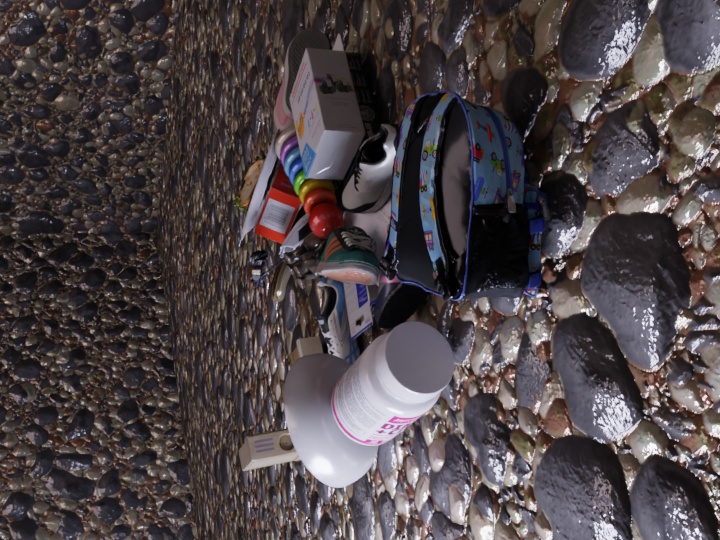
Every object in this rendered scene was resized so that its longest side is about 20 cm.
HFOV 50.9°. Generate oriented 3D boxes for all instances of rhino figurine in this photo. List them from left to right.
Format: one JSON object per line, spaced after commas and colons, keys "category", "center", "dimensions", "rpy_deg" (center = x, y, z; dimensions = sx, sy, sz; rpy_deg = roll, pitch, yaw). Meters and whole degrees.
{"category": "rhino figurine", "center": [-0.075, -0.014, 1.255], "dimensions": [0.060, 0.087, 0.200], "rpy_deg": [55, 171, 7]}

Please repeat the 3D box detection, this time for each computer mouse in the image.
{"category": "computer mouse", "center": [-0.109, -0.051, 1.269], "dimensions": [0.044, 0.199, 0.110], "rpy_deg": [49, 166, 15]}

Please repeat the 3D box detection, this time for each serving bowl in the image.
{"category": "serving bowl", "center": [-0.027, 0.214, 1.127], "dimensions": [0.065, 0.199, 0.203], "rpy_deg": [-23, 65, 26]}

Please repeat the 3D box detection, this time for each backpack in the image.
{"category": "backpack", "center": [0.107, -0.080, 0.786], "dimensions": [0.182, 0.133, 0.203], "rpy_deg": [-161, 71, -67]}

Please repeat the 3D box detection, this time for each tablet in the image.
{"category": "tablet", "center": [0.027, -0.052, 1.101], "dimensions": [0.200, 0.013, 0.132], "rpy_deg": [48, 127, 50]}

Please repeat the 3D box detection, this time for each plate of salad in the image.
{"category": "plate of salad", "center": [-0.181, -0.151, 1.303], "dimensions": [0.200, 0.047, 0.203], "rpy_deg": [-161, 90, -84]}

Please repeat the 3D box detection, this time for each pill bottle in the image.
{"category": "pill bottle", "center": [0.040, 0.150, 1.000], "dimensions": [0.200, 0.112, 0.115], "rpy_deg": [124, 138, -56]}

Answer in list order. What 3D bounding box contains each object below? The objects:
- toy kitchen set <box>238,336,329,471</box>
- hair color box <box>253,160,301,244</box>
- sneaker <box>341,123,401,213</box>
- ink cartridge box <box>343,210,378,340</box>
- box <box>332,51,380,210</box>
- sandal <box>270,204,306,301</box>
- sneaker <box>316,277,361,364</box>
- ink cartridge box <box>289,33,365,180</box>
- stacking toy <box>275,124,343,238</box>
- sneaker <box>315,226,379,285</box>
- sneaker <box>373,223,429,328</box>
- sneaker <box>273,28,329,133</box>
{"category": "toy kitchen set", "center": [-0.123, 0.218, 1.326], "dimensions": [0.163, 0.178, 0.202], "rpy_deg": [128, 132, -56]}
{"category": "hair color box", "center": [-0.125, -0.156, 1.346], "dimensions": [0.201, 0.063, 0.111], "rpy_deg": [-79, 13, -47]}
{"category": "sneaker", "center": [0.018, -0.144, 1.043], "dimensions": [0.200, 0.079, 0.075], "rpy_deg": [-43, 52, 50]}
{"category": "ink cartridge box", "center": [0.000, 0.000, 1.195], "dimensions": [0.095, 0.037, 0.203], "rpy_deg": [136, 131, -61]}
{"category": "box", "center": [-0.024, -0.224, 1.226], "dimensions": [0.161, 0.044, 0.202], "rpy_deg": [118, 144, -52]}
{"category": "sandal", "center": [-0.109, -0.036, 1.346], "dimensions": [0.080, 0.053, 0.203], "rpy_deg": [-152, 80, -78]}
{"category": "sneaker", "center": [-0.039, 0.107, 1.254], "dimensions": [0.072, 0.072, 0.203], "rpy_deg": [169, 97, -66]}
{"category": "ink cartridge box", "center": [-0.058, -0.254, 1.159], "dimensions": [0.115, 0.067, 0.202], "rpy_deg": [122, 141, -54]}
{"category": "stacking toy", "center": [-0.072, -0.137, 1.194], "dimensions": [0.086, 0.084, 0.202], "rpy_deg": [114, 144, -47]}
{"category": "sneaker", "center": [-0.016, -0.027, 1.063], "dimensions": [0.200, 0.071, 0.081], "rpy_deg": [-178, 106, -73]}
{"category": "sneaker", "center": [0.058, -0.016, 0.998], "dimensions": [0.082, 0.069, 0.202], "rpy_deg": [54, 133, 39]}
{"category": "sneaker", "center": [-0.110, -0.327, 1.344], "dimensions": [0.105, 0.074, 0.203], "rpy_deg": [129, 153, -60]}
